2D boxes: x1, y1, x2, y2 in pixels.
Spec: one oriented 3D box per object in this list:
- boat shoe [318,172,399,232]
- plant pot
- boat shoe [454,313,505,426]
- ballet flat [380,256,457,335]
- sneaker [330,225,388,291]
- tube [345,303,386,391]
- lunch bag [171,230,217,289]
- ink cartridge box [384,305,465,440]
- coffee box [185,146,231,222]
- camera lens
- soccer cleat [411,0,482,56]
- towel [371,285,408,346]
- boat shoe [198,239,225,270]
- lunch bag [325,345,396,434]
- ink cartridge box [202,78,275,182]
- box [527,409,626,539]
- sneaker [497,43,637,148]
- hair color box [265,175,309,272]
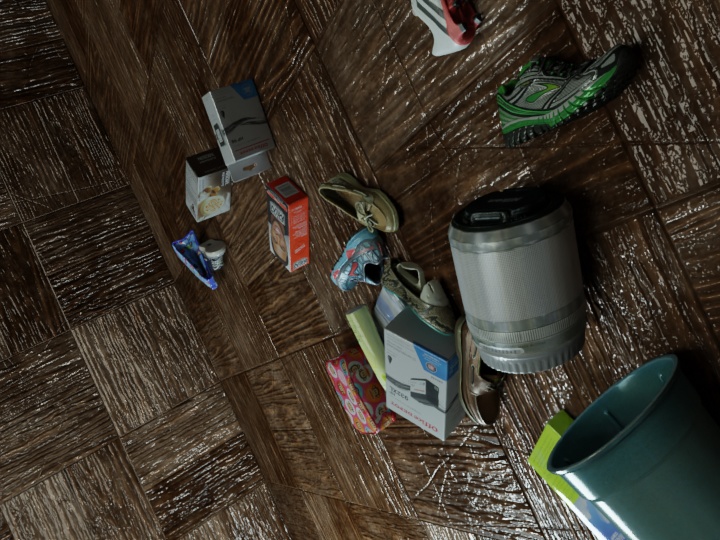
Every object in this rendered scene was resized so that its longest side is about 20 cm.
[{"bbox_3d":[-0.003,-0.121,1.166,0.199,0.062,0.075,35,140,44],"label":"boat shoe"},{"bbox_3d":[0.353,0.241,0.710,0.197,0.198,0.201,49,149,11],"label":"plant pot"},{"bbox_3d":[0.204,0.175,1.028,0.067,0.071,0.206,13,123,57],"label":"boat shoe"},{"bbox_3d":[0.105,0.035,1.108,0.199,0.066,0.077,40,128,43],"label":"ballet flat"},{"bbox_3d":[0.000,0.000,1.243,0.096,0.078,0.201,53,150,17],"label":"sneaker"},{"bbox_3d":[0.031,0.174,1.321,0.051,0.058,0.205,-22,97,18],"label":"tube"},{"bbox_3d":[-0.578,-0.018,2.214,0.203,0.093,0.151,56,166,6],"label":"lunch bag"},{"bbox_3d":[0.121,0.191,1.147,0.143,0.083,0.205,24,133,33],"label":"ink cartridge box"},{"bbox_3d":[-0.437,-0.246,1.780,0.081,0.112,0.202,53,149,20],"label":"coffee box"},{"bbox_3d":[0.204,0.006,0.799,0.158,0.157,0.206,13,123,56],"label":"camera lens"},{"bbox_3d":[0.088,-0.380,0.799,0.084,0.068,0.205,-11,106,57],"label":"soccer cleat"},{"bbox_3d":[0.071,0.125,1.276,0.148,0.023,0.202,54,151,22],"label":"towel"},{"bbox_3d":[-0.482,-0.045,2.077,0.199,0.073,0.095,22,138,63],"label":"boat shoe"},{"bbox_3d":[-0.007,0.290,1.482,0.205,0.080,0.175,64,153,1],"label":"lunch bag"},{"bbox_3d":[-0.272,-0.322,1.427,0.066,0.114,0.206,1,114,58],"label":"ink cartridge box"},{"bbox_3d":[0.347,0.322,0.920,0.200,0.047,0.124,46,148,32],"label":"box"},{"bbox_3d":[0.218,-0.205,0.695,0.199,0.077,0.088,-13,101,63],"label":"sneaker"},{"bbox_3d":[-0.173,-0.109,1.478,0.101,0.060,0.204,42,145,35],"label":"hair color box"}]
